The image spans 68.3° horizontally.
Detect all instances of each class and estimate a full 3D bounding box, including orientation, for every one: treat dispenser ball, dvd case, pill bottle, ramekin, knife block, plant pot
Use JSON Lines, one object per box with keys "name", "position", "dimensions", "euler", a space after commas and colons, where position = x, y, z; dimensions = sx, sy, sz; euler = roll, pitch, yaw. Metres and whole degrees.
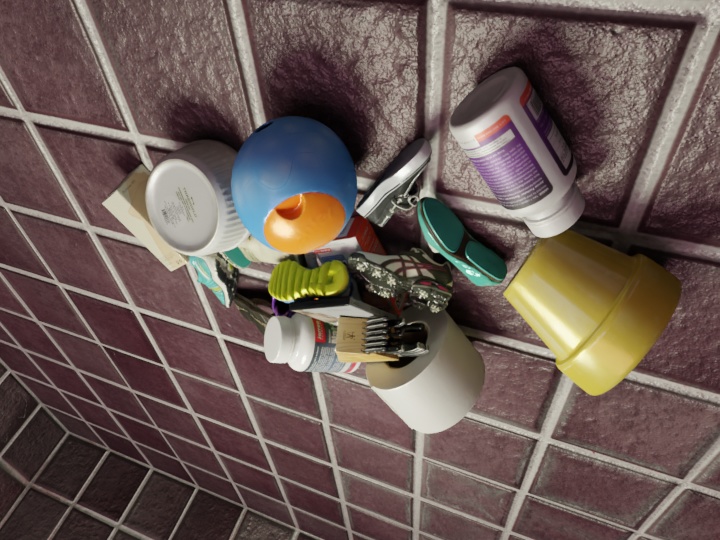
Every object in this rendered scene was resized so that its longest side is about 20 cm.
{"name": "treat dispenser ball", "position": [-0.101, -0.130, 0.820], "dimensions": [0.194, 0.204, 0.205], "euler": [16, 140, 13]}
{"name": "dvd case", "position": [-0.021, 0.084, 0.994], "dimensions": [0.138, 0.018, 0.198], "euler": [-8, 160, 34]}
{"name": "pill bottle", "position": [0.211, -0.145, 0.692], "dimensions": [0.109, 0.113, 0.201], "euler": [-20, 121, 42]}
{"name": "ramekin", "position": [-0.289, -0.124, 0.951], "dimensions": [0.192, 0.105, 0.209], "euler": [7, 110, 18]}
{"name": "knife block", "position": [0.040, 0.134, 0.990], "dimensions": [0.168, 0.067, 0.201], "euler": [5, 163, 2]}
{"name": "pill bottle", "position": [-0.097, 0.151, 1.118], "dimensions": [0.194, 0.124, 0.119], "euler": [8, 152, -33]}
{"name": "plant pot", "position": [0.319, 0.040, 0.777], "dimensions": [0.187, 0.201, 0.204], "euler": [37, 143, 13]}

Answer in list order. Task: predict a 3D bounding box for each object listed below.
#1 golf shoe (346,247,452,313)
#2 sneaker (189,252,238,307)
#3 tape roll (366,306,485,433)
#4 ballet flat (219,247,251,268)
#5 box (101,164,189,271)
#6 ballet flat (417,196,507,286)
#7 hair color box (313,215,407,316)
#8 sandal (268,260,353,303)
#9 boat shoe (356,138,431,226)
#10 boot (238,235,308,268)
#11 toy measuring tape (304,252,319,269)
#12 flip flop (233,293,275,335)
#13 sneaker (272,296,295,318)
{"name": "golf shoe", "position": [0.070, 0.002, 0.933], "dimensions": [0.193, 0.091, 0.078], "euler": [21, 148, -6]}
{"name": "sneaker", "position": [-0.321, 0.012, 1.182], "dimensions": [0.076, 0.080, 0.203], "euler": [7, 149, 8]}
{"name": "tape roll", "position": [0.125, 0.186, 1.027], "dimensions": [0.199, 0.207, 0.139], "euler": [-20, 124, 43]}
{"name": "ballet flat", "position": [-0.291, -0.093, 1.093], "dimensions": [0.203, 0.075, 0.063], "euler": [58, 163, -26]}
{"name": "box", "position": [-0.432, -0.109, 1.125], "dimensions": [0.076, 0.097, 0.201], "euler": [-16, 125, 40]}
{"name": "ballet flat", "position": [0.154, -0.038, 0.875], "dimensions": [0.198, 0.069, 0.070], "euler": [38, 150, -14]}
{"name": "hair color box", "position": [0.000, 0.000, 1.011], "dimensions": [0.108, 0.065, 0.203], "euler": [-6, 131, 34]}
{"name": "sandal", "position": [-0.089, 0.030, 0.987], "dimensions": [0.194, 0.083, 0.087], "euler": [4, 162, 34]}
{"name": "boat shoe", "position": [0.063, -0.126, 0.829], "dimensions": [0.067, 0.075, 0.199], "euler": [36, 142, -10]}
{"name": "boot", "position": [-0.172, -0.079, 1.021], "dimensions": [0.149, 0.073, 0.204], "euler": [13, 141, 17]}
{"name": "toy measuring tape", "position": [-0.071, 0.011, 1.063], "dimensions": [0.071, 0.075, 0.205], "euler": [4, 131, 26]}
{"name": "flip flop", "position": [-0.231, 0.099, 1.246], "dimensions": [0.197, 0.057, 0.083], "euler": [26, 142, 42]}
{"name": "sneaker", "position": [-0.157, 0.082, 1.172], "dimensions": [0.077, 0.090, 0.204], "euler": [13, 140, 15]}
